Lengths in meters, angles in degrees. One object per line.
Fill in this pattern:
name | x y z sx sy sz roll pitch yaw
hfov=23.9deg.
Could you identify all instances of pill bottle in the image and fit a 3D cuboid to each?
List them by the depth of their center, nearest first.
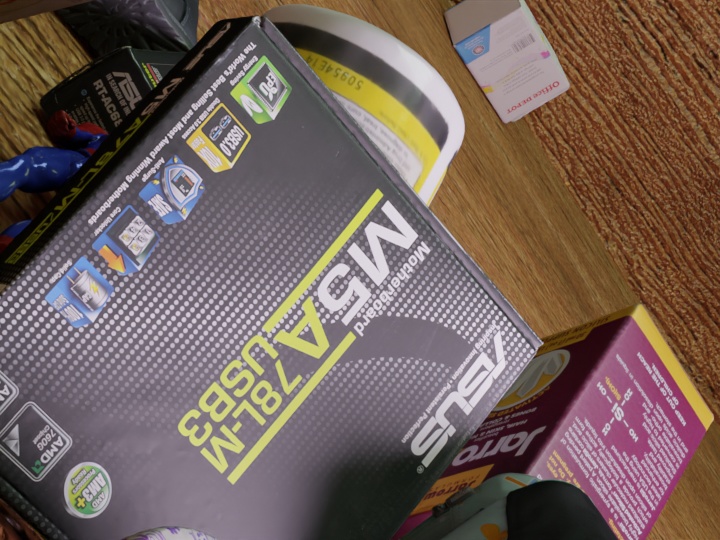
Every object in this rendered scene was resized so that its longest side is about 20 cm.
pill bottle | -0.043 -0.009 0.762 0.114 0.201 0.114 25 -20 10

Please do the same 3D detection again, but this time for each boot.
boot | -0.154 -0.214 1.088 0.200 0.065 0.165 -96 162 -53

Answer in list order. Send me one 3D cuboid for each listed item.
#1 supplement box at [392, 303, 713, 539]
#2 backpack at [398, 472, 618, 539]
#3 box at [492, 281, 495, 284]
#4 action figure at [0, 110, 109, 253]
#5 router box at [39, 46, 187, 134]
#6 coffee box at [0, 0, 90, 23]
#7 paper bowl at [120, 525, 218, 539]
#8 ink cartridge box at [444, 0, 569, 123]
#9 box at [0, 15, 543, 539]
supplement box | 0.121 0.129 1.097 0.103 0.131 0.200 55 44 -13
backpack | 0.046 0.196 0.702 0.176 0.200 0.153 52 9 -18
box | 0.097 0.118 1.275 0.201 0.102 0.095 61 12 7
action figure | -0.134 -0.039 0.789 0.066 0.052 0.200 56 19 -1
router box | -0.086 -0.025 0.960 0.201 0.062 0.150 61 12 1
coffee box | -0.189 -0.169 0.723 0.200 0.114 0.080 18 61 -72
paper bowl | -0.059 0.188 0.512 0.201 0.104 0.201 56 13 -20
ink cartridge box | 0.246 -0.356 2.804 0.200 0.128 0.125 53 15 -33
box | -0.049 0.037 0.665 0.193 0.200 0.047 48 -19 -22
